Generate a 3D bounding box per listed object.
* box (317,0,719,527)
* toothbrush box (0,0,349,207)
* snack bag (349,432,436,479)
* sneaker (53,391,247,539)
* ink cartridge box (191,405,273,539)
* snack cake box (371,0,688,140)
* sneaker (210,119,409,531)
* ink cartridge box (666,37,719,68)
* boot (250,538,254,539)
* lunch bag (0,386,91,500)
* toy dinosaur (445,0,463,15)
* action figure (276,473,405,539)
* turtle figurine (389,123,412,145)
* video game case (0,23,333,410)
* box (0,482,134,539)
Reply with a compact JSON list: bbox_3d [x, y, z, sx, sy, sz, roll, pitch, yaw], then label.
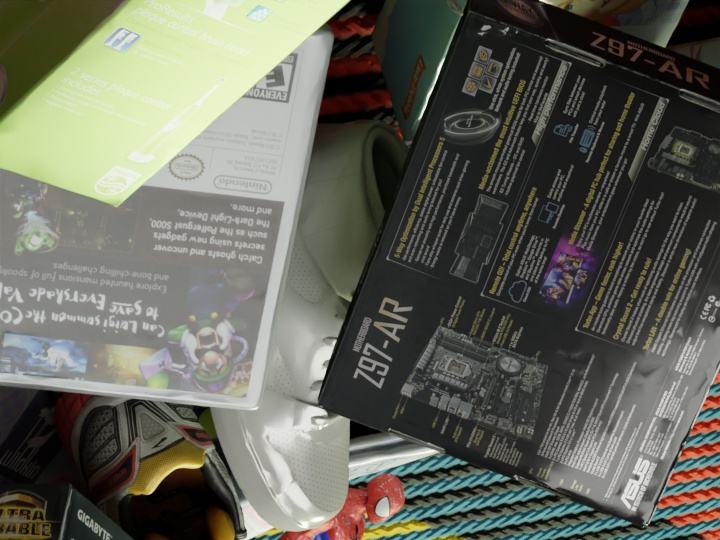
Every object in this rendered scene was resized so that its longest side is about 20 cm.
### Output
[{"bbox_3d":[0.088,-0.005,1.268,0.160,0.044,0.201,20,114,-2],"label":"box"},{"bbox_3d":[-0.078,-0.145,1.137,0.200,0.146,0.086,-38,143,30],"label":"toothbrush box"},{"bbox_3d":[0.053,0.092,1.605,0.188,0.022,0.200,-12,175,-7],"label":"snack bag"},{"bbox_3d":[-0.094,0.127,1.396,0.078,0.082,0.200,-29,141,-11],"label":"sneaker"},{"bbox_3d":[-0.116,0.104,1.523,0.199,0.120,0.042,-28,140,15],"label":"ink cartridge box"},{"bbox_3d":[0.088,-0.145,1.294,0.114,0.067,0.200,-3,145,-21],"label":"snack cake box"},{"bbox_3d":[-0.010,0.027,1.351,0.115,0.201,0.074,-1,-163,33],"label":"sneaker"},{"bbox_3d":[0.225,-0.072,1.370,0.147,0.086,0.200,-4,-177,-18],"label":"ink cartridge box"},{"bbox_3d":[-0.175,0.192,1.700,0.188,0.069,0.200,-12,156,-34],"label":"boot"},{"bbox_3d":[-0.206,0.069,1.408,0.199,0.128,0.170,-23,148,19],"label":"lunch bag"},{"bbox_3d":[0.023,-0.178,1.205,0.105,0.201,0.181,29,167,-29],"label":"toy dinosaur"},{"bbox_3d":[-0.049,0.177,1.658,0.200,0.052,0.065,-43,160,22],"label":"action figure"},{"bbox_3d":[0.000,0.000,1.450,0.199,0.101,0.150,-13,149,0],"label":"turtle figurine"},{"bbox_3d":[-0.124,-0.034,1.281,0.199,0.023,0.183,6,108,-16],"label":"video game case"},{"bbox_3d":[-0.162,0.156,1.361,0.158,0.046,0.200,-1,153,25],"label":"box"}]
